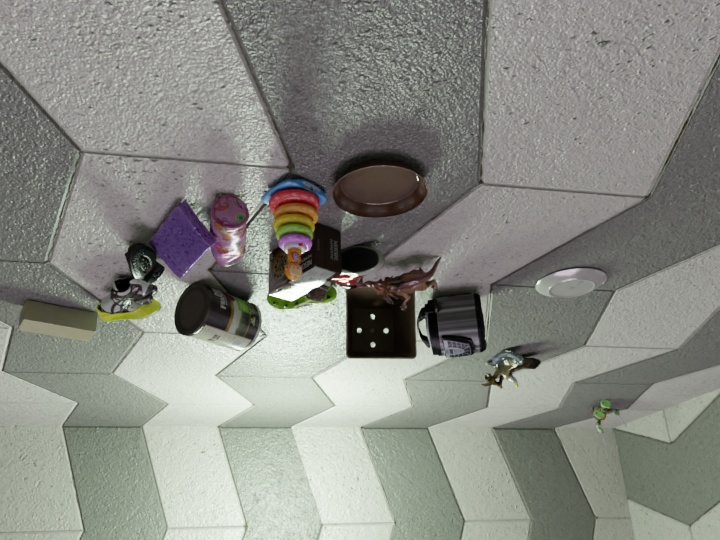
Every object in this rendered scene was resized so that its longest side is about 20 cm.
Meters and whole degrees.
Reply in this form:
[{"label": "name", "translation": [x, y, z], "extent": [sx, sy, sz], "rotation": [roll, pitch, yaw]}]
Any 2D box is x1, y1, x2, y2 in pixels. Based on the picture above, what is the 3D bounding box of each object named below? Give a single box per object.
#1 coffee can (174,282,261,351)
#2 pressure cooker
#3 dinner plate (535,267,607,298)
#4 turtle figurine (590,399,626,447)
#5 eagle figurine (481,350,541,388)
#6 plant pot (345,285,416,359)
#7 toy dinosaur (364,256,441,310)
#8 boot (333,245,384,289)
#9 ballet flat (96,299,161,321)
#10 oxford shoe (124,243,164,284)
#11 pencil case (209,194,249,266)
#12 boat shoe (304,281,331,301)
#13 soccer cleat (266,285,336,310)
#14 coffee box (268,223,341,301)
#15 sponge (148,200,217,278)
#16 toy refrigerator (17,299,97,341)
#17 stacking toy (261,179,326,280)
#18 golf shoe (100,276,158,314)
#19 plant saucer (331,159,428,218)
[{"label": "coffee can", "translation": [-0.396, 0.133, 1.789], "extent": [0.145, 0.148, 0.199], "rotation": [-19, 151, 32]}, {"label": "pressure cooker", "translation": [0.264, 0.163, 1.876], "extent": [0.197, 0.179, 0.179], "rotation": [-6, 179, 10]}, {"label": "dinner plate", "translation": [0.602, 0.043, 1.826], "extent": [0.197, 0.025, 0.201], "rotation": [-3, 154, -1]}, {"label": "turtle figurine", "translation": [1.252, 0.749, 3.229], "extent": [0.142, 0.202, 0.194], "rotation": [-24, 142, 10]}, {"label": "eagle figurine", "translation": [0.571, 0.373, 2.447], "extent": [0.201, 0.150, 0.152], "rotation": [-54, 175, 24]}, {"label": "plant pot", "translation": [0.047, 0.164, 1.855], "extent": [0.196, 0.203, 0.177], "rotation": [1, 166, -7]}, {"label": "toy dinosaur", "translation": [0.123, 0.032, 1.639], "extent": [0.198, 0.087, 0.135], "rotation": [-28, 161, 16]}, {"label": "boot", "translation": [0.000, 0.000, 1.633], "extent": [0.198, 0.073, 0.144], "rotation": [-9, 156, 34]}, {"label": "ballet flat", "translation": [-0.664, 0.105, 1.815], "extent": [0.197, 0.067, 0.067], "rotation": [-9, 133, 19]}, {"label": "oxford shoe", "translation": [-0.524, -0.027, 1.502], "extent": [0.084, 0.073, 0.200], "rotation": [41, 162, 3]}, {"label": "pencil case", "translation": [-0.289, -0.086, 1.411], "extent": [0.086, 0.089, 0.200], "rotation": [3, 155, -11]}, {"label": "boat shoe", "translation": [-0.122, 0.047, 1.652], "extent": [0.071, 0.060, 0.200], "rotation": [22, 175, -13]}, {"label": "soccer cleat", "translation": [-0.162, 0.078, 1.794], "extent": [0.197, 0.069, 0.081], "rotation": [-5, 168, 5]}, {"label": "coffee box", "translation": [-0.135, -0.017, 1.530], "extent": [0.079, 0.115, 0.199], "rotation": [17, 149, -36]}, {"label": "sponge", "translation": [-0.399, -0.064, 1.429], "extent": [0.112, 0.030, 0.199], "rotation": [50, 139, -6]}, {"label": "toy refrigerator", "translation": [-0.884, 0.146, 1.875], "extent": [0.198, 0.071, 0.076], "rotation": [15, 143, -34]}, {"label": "stacking toy", "translation": [-0.135, -0.074, 1.301], "extent": [0.109, 0.203, 0.115], "rotation": [-24, 147, 39]}, {"label": "golf shoe", "translation": [-0.637, 0.055, 1.711], "extent": [0.198, 0.078, 0.095], "rotation": [-17, 134, 26]}, {"label": "plant saucer", "translation": [0.039, -0.170, 1.310], "extent": [0.197, 0.035, 0.201], "rotation": [-2, 156, -1]}]
